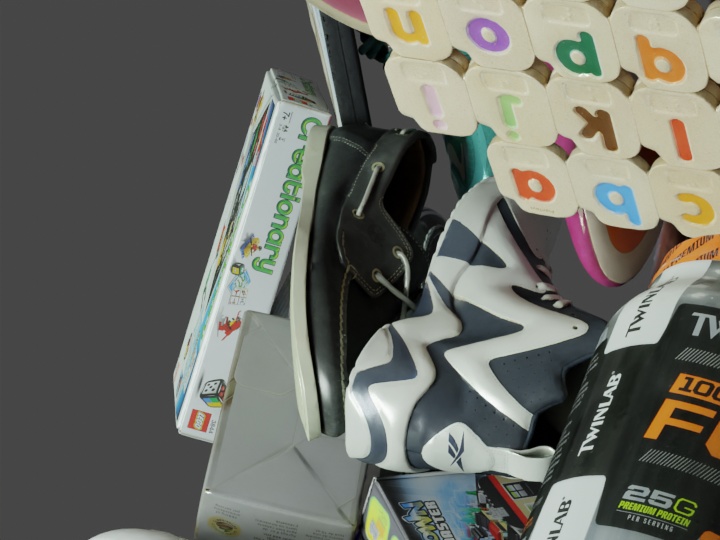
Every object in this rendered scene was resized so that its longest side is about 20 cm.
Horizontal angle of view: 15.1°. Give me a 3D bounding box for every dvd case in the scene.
[{"bbox_3d":[-0.018,-0.140,1.476,0.201,0.017,0.143,-104,3,-53],"label":"dvd case"}]

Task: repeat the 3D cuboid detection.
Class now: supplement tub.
[{"bbox_3d":[0.139,0.092,1.133,0.122,0.122,0.201,-35,27,57],"label":"supplement tub"}]

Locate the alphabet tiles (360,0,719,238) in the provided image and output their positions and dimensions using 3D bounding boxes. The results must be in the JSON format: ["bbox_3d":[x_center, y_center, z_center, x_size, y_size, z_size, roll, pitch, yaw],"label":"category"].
[{"bbox_3d":[0.097,-0.086,1.162,0.199,0.015,0.196,9,144,26],"label":"alphabet tiles"}]

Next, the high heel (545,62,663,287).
[{"bbox_3d":[0.101,-0.082,1.326,0.096,0.067,0.202,-22,61,50],"label":"high heel"}]

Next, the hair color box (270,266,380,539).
[{"bbox_3d":[0.007,0.097,1.530,0.110,0.064,0.201,-60,43,49],"label":"hair color box"}]

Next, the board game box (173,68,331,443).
[{"bbox_3d":[-0.065,-0.010,1.577,0.126,0.034,0.201,-111,38,-77],"label":"board game box"}]

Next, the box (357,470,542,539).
[{"bbox_3d":[0.085,0.171,1.244,0.200,0.109,0.035,-120,36,-44],"label":"box"}]

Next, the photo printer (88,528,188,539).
[{"bbox_3d":[-0.059,0.204,1.299,0.200,0.070,0.166,47,162,-16],"label":"photo printer"}]

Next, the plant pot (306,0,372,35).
[{"bbox_3d":[0.038,-0.211,1.221,0.199,0.180,0.201,26,152,15],"label":"plant pot"}]

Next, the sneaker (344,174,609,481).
[{"bbox_3d":[0.089,0.033,1.297,0.129,0.199,0.080,16,127,20],"label":"sneaker"}]

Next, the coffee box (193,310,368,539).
[{"bbox_3d":[-0.043,0.130,1.399,0.201,0.079,0.115,102,180,-52],"label":"coffee box"}]

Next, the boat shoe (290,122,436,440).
[{"bbox_3d":[0.000,0.000,1.328,0.201,0.067,0.072,-81,-9,-46],"label":"boat shoe"}]

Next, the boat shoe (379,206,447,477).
[{"bbox_3d":[0.047,0.054,1.433,0.068,0.073,0.201,-21,54,38],"label":"boat shoe"}]

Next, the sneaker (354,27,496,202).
[{"bbox_3d":[0.034,-0.116,1.430,0.078,0.079,0.201,-50,52,52],"label":"sneaker"}]

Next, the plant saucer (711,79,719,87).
[{"bbox_3d":[0.210,-0.076,1.161,0.200,0.037,0.202,18,111,59],"label":"plant saucer"}]
